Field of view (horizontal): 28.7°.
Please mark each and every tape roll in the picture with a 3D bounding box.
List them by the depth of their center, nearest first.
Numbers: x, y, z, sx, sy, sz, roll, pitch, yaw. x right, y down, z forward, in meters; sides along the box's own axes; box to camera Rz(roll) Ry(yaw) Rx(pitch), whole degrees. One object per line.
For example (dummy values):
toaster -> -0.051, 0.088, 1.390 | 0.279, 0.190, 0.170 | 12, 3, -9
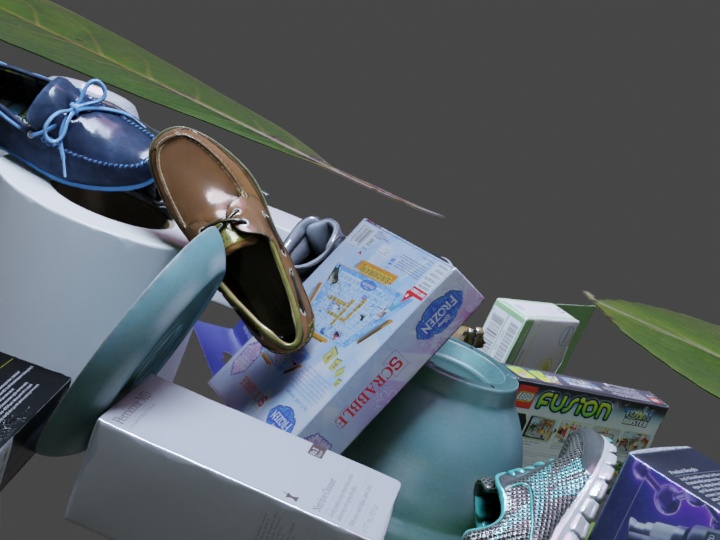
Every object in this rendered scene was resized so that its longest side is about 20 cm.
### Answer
tape roll -> -0.229, 0.003, 1.182 | 0.203, 0.139, 0.203 | 20, 13, -5

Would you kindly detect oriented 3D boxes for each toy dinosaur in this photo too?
toy dinosaur -> 0.058, 0.054, 1.378 | 0.101, 0.058, 0.200 | -1, 15, -16

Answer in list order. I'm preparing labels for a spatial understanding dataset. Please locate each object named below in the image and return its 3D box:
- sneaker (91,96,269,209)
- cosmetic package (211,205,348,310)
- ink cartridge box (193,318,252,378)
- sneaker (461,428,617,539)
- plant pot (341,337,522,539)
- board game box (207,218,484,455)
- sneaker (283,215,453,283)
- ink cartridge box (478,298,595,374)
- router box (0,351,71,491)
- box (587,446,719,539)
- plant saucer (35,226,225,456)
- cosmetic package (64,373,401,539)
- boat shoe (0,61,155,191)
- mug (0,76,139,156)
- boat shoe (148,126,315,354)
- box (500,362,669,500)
sneaker -> -0.181, -0.093, 1.204 | 0.200, 0.060, 0.104 | 21, 8, -19
cosmetic package -> -0.049, 0.012, 1.506 | 0.200, 0.108, 0.085 | 23, 13, -1
ink cartridge box -> -0.048, 0.090, 1.336 | 0.200, 0.047, 0.198 | 19, 13, -21
sneaker -> 0.133, 0.176, 1.078 | 0.091, 0.078, 0.200 | 32, 38, 5
plant pot -> 0.052, 0.128, 1.160 | 0.200, 0.134, 0.200 | 22, 14, -6
board game box -> -0.019, 0.059, 1.130 | 0.041, 0.200, 0.200 | 46, -4, -23
sneaker -> 0.000, 0.000, 1.288 | 0.200, 0.114, 0.075 | -22, 32, -25
ink cartridge box -> 0.175, 0.103, 1.425 | 0.048, 0.146, 0.200 | 35, 18, 36
router box -> -0.290, 0.093, 0.920 | 0.149, 0.051, 0.200 | 21, 13, 1
box -> 0.268, 0.242, 1.037 | 0.200, 0.148, 0.104 | 31, 17, 37
plant saucer -> -0.153, 0.056, 0.989 | 0.027, 0.200, 0.200 | 37, 14, 0
cosmetic package -> -0.083, 0.155, 0.951 | 0.200, 0.081, 0.113 | 24, 15, 2
boat shoe -> -0.254, -0.121, 1.143 | 0.200, 0.069, 0.084 | 16, 49, 12
mug -> -0.313, -0.101, 1.371 | 0.200, 0.175, 0.148 | 21, 13, -6
boat shoe -> -0.095, -0.027, 1.086 | 0.200, 0.072, 0.068 | 55, 0, -5
box -> 0.191, 0.155, 1.326 | 0.200, 0.110, 0.035 | 14, 16, -35
